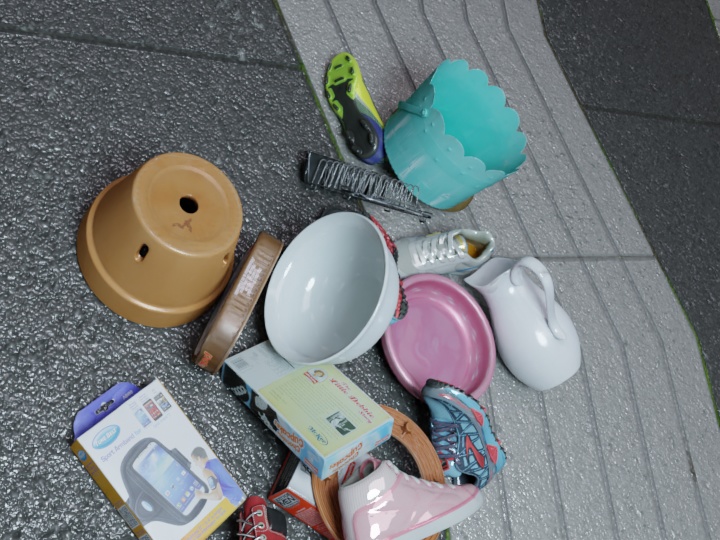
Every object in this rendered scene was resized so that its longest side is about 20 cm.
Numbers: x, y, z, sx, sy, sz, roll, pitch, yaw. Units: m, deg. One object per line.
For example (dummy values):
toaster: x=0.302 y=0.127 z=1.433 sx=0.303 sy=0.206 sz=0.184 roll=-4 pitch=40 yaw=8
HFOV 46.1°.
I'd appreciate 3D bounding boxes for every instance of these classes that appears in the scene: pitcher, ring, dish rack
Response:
pitcher: x=0.260 y=0.074 z=1.269 sx=0.120 sy=0.171 sz=0.202 roll=-33 pitch=95 yaw=-20
ring: x=0.029 y=0.261 z=1.046 sx=0.198 sy=0.019 sz=0.204 roll=18 pitch=56 yaw=-28
dish rack: x=0.011 y=-0.119 z=1.212 sx=0.151 sy=0.199 sz=0.056 roll=13 pitch=96 yaw=-28

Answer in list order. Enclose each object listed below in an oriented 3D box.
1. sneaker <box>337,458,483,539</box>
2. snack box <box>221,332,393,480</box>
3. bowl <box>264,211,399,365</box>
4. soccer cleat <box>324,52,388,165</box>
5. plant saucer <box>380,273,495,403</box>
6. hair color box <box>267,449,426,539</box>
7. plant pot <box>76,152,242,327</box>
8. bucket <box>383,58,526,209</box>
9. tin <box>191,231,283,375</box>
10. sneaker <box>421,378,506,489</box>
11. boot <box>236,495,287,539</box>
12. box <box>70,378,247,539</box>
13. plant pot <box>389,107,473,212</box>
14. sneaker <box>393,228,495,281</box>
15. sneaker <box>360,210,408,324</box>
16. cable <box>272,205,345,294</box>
sneaker: x=0.058 y=0.262 z=1.002 sx=0.198 sy=0.075 sz=0.106 roll=-12 pitch=77 yaw=-34
snack box: x=-0.067 y=0.158 z=1.038 sx=0.115 sy=0.038 sz=0.199 roll=-22 pitch=46 yaw=-38
bowl: x=-0.021 y=0.035 z=1.068 sx=0.090 sy=0.199 sz=0.204 roll=31 pitch=49 yaw=-44
soccer cleat: x=-0.004 y=-0.256 z=1.358 sx=0.083 sy=0.064 sz=0.203 roll=22 pitch=45 yaw=-59
plant saucer: x=0.107 y=0.106 z=1.235 sx=0.198 sy=0.051 sz=0.204 roll=15 pitch=61 yaw=-28
hair color box: x=-0.006 y=0.288 z=1.059 sx=0.199 sy=0.061 sz=0.102 roll=38 pitch=51 yaw=-13
plant pot: x=-0.231 y=-0.050 z=1.036 sx=0.197 sy=0.140 sz=0.203 roll=16 pitch=57 yaw=-26
bucket: x=0.142 y=-0.205 z=1.304 sx=0.205 sy=0.134 sz=0.210 roll=23 pitch=51 yaw=-32
tin: x=-0.154 y=0.037 z=1.059 sx=0.042 sy=0.112 sz=0.202 roll=32 pitch=52 yaw=-14
sneaker: x=0.131 y=0.232 z=1.135 sx=0.096 sy=0.079 sz=0.201 roll=-48 pitch=123 yaw=-24
boot: x=-0.126 y=0.320 z=0.914 sx=0.200 sy=0.071 sz=0.147 roll=34 pitch=37 yaw=-66
box: x=-0.233 y=0.220 z=0.958 sx=0.119 sy=0.041 sz=0.201 roll=-38 pitch=92 yaw=-40
plant pot: x=0.128 y=-0.193 z=1.404 sx=0.198 sy=0.027 sz=0.203 roll=21 pitch=54 yaw=-33
sneaker: x=0.117 y=-0.029 z=1.294 sx=0.197 sy=0.081 sz=0.078 roll=-10 pitch=73 yaw=-35
sneaker: x=0.000 y=0.000 z=1.188 sx=0.079 sy=0.095 sz=0.202 roll=44 pitch=25 yaw=-38
cable: x=-0.076 y=-0.025 z=1.201 sx=0.096 sy=0.050 sz=0.202 roll=32 pitch=42 yaw=-14
